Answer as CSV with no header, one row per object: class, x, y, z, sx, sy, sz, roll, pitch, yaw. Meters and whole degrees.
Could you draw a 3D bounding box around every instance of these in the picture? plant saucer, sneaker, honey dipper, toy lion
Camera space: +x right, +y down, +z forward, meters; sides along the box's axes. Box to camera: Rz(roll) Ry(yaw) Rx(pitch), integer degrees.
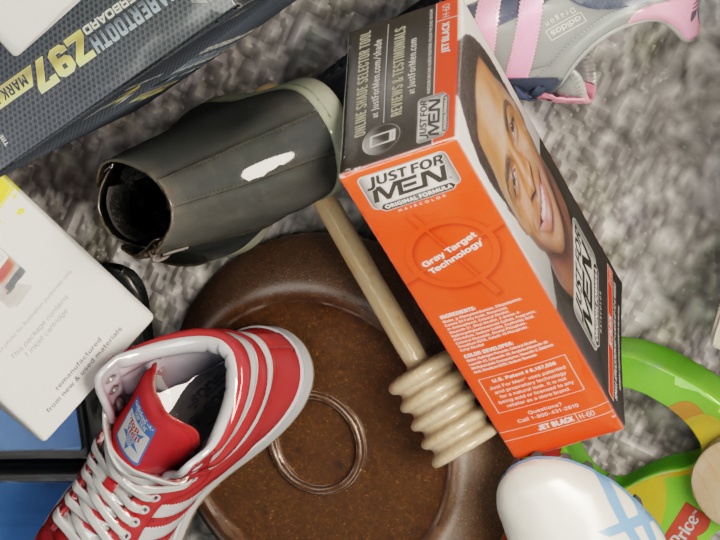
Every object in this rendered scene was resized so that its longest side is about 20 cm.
plant saucer,-0.016,0.082,1.471,0.200,0.034,0.201,7,106,24
sneaker,0.066,-0.101,1.383,0.200,0.070,0.082,-27,100,23
sneaker,0.124,0.176,1.403,0.072,0.073,0.200,-23,105,20
honey dipper,0.000,0.000,1.404,0.038,0.038,0.200,-32,87,23
toy lion,0.097,0.114,1.473,0.191,0.069,0.200,34,115,7
sneaker,-0.091,-0.038,1.382,0.200,0.106,0.075,-27,85,62
sneaker,-0.111,0.102,1.407,0.071,0.112,0.200,42,97,15

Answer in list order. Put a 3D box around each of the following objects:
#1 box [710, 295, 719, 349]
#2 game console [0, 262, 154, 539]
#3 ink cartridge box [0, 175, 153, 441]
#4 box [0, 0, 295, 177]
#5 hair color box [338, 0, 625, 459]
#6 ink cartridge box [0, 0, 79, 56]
box,0.270,0.021,1.379,0.199,0.082,0.069,17,115,5
game console,-0.208,0.097,1.502,0.199,0.116,0.177,-1,111,13
ink cartridge box,-0.214,-0.027,1.388,0.083,0.145,0.200,-48,125,-8
box,-0.093,-0.114,1.344,0.157,0.200,0.051,-32,92,22
hair color box,0.059,-0.017,1.364,0.061,0.102,0.200,-17,131,19
ink cartridge box,-0.170,-0.219,1.248,0.145,0.145,0.200,-44,112,4
